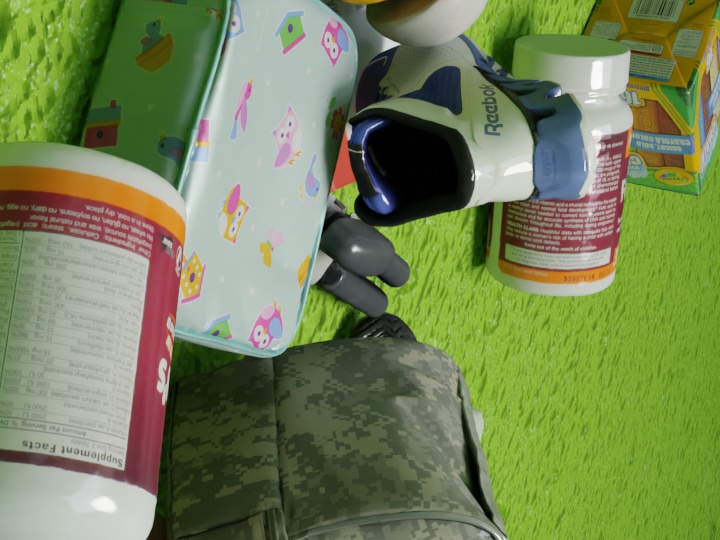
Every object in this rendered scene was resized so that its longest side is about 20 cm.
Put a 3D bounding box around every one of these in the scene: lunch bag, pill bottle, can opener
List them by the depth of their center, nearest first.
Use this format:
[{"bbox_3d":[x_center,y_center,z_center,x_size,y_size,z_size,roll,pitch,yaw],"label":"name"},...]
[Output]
[{"bbox_3d":[-0.135,0.058,0.601,0.110,0.108,0.202,43,47,-62],"label":"pill bottle"},{"bbox_3d":[-0.074,-0.055,0.761,0.160,0.076,0.202,23,81,-62],"label":"lunch bag"},{"bbox_3d":[-0.008,0.129,0.789,0.200,0.166,0.140,-99,167,-62],"label":"lunch bag"},{"bbox_3d":[0.000,0.000,0.932,0.054,0.067,0.200,-53,159,0],"label":"can opener"},{"bbox_3d":[0.168,-0.090,1.219,0.114,0.113,0.202,-32,130,-57],"label":"pill bottle"}]

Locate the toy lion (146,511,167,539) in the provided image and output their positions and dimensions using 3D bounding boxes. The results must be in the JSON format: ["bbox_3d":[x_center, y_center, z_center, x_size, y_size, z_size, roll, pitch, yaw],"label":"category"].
[{"bbox_3d":[-0.131,0.221,0.690,0.192,0.068,0.202,-53,125,-66],"label":"toy lion"}]

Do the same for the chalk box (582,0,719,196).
[{"bbox_3d":[0.291,-0.162,1.434,0.125,0.124,0.201,-63,150,-28],"label":"chalk box"}]

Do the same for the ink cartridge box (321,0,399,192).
[{"bbox_3d":[0.000,-0.127,0.923,0.163,0.050,0.201,75,34,-45],"label":"ink cartridge box"}]

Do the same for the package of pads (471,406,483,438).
[{"bbox_3d":[-0.008,0.180,0.965,0.153,0.068,0.202,6,96,-37],"label":"package of pads"}]

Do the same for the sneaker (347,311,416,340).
[{"bbox_3d":[0.010,0.127,1.061,0.076,0.075,0.202,-128,-144,-76],"label":"sneaker"}]

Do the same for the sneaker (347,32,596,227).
[{"bbox_3d":[0.031,-0.081,0.821,0.114,0.199,0.081,-13,113,-25],"label":"sneaker"}]

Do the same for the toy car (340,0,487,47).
[{"bbox_3d":[0.045,-0.239,0.802,0.175,0.149,0.201,45,58,-31],"label":"toy car"}]
